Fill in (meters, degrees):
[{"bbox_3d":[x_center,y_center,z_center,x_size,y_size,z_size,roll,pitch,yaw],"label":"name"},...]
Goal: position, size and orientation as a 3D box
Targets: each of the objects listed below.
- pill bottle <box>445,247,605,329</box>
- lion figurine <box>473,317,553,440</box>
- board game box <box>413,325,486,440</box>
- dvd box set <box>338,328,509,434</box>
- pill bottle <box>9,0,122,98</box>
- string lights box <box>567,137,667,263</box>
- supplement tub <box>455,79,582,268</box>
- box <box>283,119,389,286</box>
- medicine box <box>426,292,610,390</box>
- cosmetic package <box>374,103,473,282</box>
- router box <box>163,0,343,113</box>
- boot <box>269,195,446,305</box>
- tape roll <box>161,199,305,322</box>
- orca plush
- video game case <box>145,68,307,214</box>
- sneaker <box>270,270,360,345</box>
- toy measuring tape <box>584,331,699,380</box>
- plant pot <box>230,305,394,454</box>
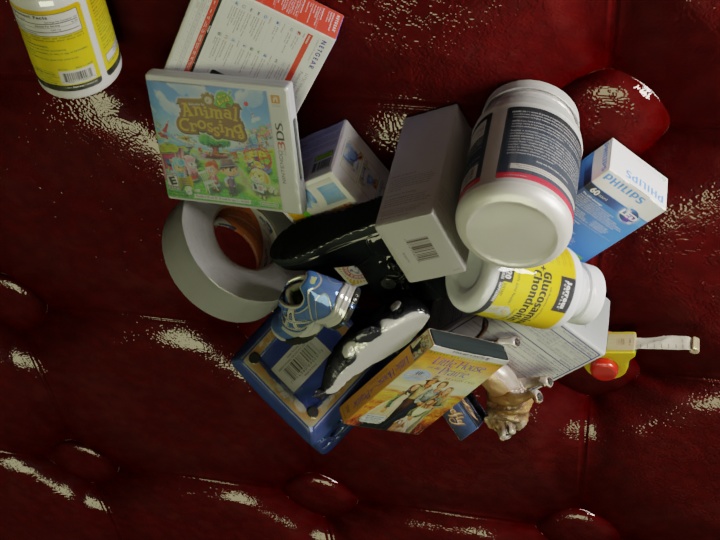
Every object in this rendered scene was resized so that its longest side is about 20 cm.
[{"bbox_3d":[0.216,0.014,1.593,0.198,0.113,0.112,12,146,-29],"label":"pill bottle"},{"bbox_3d":[0.190,0.151,1.761,0.122,0.073,0.201,-17,117,44],"label":"lion figurine"},{"bbox_3d":[0.110,0.148,1.819,0.034,0.135,0.201,-36,84,10],"label":"board game box"},{"bbox_3d":[0.085,0.154,1.670,0.145,0.030,0.200,14,136,-39],"label":"dvd box set"},{"bbox_3d":[-0.366,-0.320,1.512,0.111,0.113,0.201,6,139,11],"label":"pill bottle"},{"bbox_3d":[0.293,-0.077,1.617,0.102,0.059,0.200,32,138,-20],"label":"string lights box"},{"bbox_3d":[0.194,-0.117,1.492,0.138,0.202,0.141,9,141,8],"label":"supplement tub"},{"bbox_3d":[-0.014,-0.086,1.676,0.111,0.102,0.200,-18,130,33],"label":"box"},{"bbox_3d":[0.225,0.073,1.780,0.181,0.104,0.199,34,138,-21],"label":"medicine box"},{"bbox_3d":[0.093,-0.098,1.548,0.084,0.202,0.108,-12,131,27],"label":"cosmetic package"},{"bbox_3d":[-0.140,-0.273,1.541,0.178,0.049,0.200,24,140,-10],"label":"router box"},{"bbox_3d":[0.000,0.000,1.628,0.198,0.077,0.169,-17,127,24],"label":"boot"},{"bbox_3d":[-0.172,-0.033,1.713,0.199,0.202,0.066,32,138,-19],"label":"tape roll"},{"bbox_3d":[0.007,0.087,1.626,0.104,0.072,0.200,5,138,-37],"label":"orca plush"},{"bbox_3d":[-0.170,-0.163,1.578,0.197,0.022,0.184,8,126,19],"label":"video game case"},{"bbox_3d":[-0.073,0.042,1.613,0.077,0.076,0.200,31,152,-17],"label":"sneaker"},{"bbox_3d":[0.397,0.126,1.813,0.197,0.074,0.074,-2,138,21],"label":"toy measuring tape"},{"bbox_3d":[-0.063,0.132,1.782,0.200,0.200,0.180,44,179,9],"label":"plant pot"}]
